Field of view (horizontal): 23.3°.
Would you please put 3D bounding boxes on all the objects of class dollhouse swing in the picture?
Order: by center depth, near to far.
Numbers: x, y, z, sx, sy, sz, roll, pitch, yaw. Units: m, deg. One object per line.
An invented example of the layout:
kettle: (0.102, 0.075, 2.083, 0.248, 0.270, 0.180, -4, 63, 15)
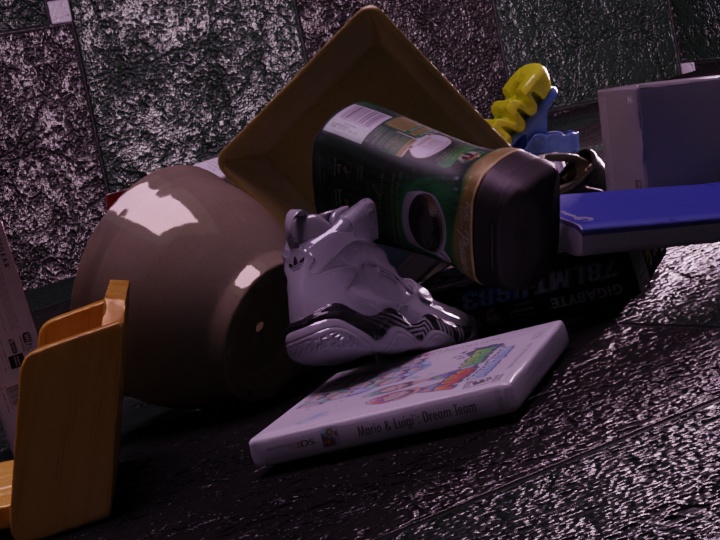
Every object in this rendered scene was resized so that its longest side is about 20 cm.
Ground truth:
dollhouse swing: (-0.254, 0.098, 1.221, 0.175, 0.183, 0.200, 4, 5, -6)

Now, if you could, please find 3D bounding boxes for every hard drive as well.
hard drive: (0.235, -0.043, 1.398, 0.199, 0.026, 0.132, -5, 14, -20)

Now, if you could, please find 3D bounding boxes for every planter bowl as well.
planter bowl: (-0.117, 0.029, 1.424, 0.134, 0.201, 0.200, 22, 29, 33)

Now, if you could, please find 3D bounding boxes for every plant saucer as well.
plant saucer: (0.013, -0.093, 1.499, 0.200, 0.200, 0.048, -43, 3, 18)

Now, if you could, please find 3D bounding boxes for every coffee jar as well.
coffee jar: (0.061, -0.057, 1.347, 0.199, 0.105, 0.085, 21, 39, 34)

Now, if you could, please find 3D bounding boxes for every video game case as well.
video game case: (0.039, 0.082, 1.196, 0.181, 0.024, 0.200, -14, 6, 18)

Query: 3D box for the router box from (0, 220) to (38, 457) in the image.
router box: (-0.296, 0.057, 1.460, 0.049, 0.201, 0.179, -18, 7, -13)

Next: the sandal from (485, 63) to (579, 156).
sandal: (0.131, -0.086, 1.595, 0.200, 0.087, 0.079, -53, 16, 2)

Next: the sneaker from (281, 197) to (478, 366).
sneaker: (0.015, 0.010, 1.313, 0.075, 0.116, 0.199, -19, -14, 38)

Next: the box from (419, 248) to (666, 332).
box: (0.152, 0.003, 1.482, 0.199, 0.050, 0.198, -15, 6, 19)

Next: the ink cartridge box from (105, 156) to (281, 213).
ink cartridge box: (-0.135, 0.001, 1.569, 0.173, 0.201, 0.043, -21, 34, -31)

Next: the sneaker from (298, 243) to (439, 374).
sneaker: (0.000, 0.000, 1.470, 0.200, 0.082, 0.074, -43, -5, 10)

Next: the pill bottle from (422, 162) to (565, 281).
pill bottle: (0.109, -0.042, 1.681, 0.199, 0.113, 0.112, -15, 7, 6)

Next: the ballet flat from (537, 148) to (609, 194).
ballet flat: (0.152, -0.063, 1.528, 0.068, 0.069, 0.200, -11, 9, 41)

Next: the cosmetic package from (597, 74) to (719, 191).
cosmetic package: (0.315, -0.120, 1.538, 0.199, 0.108, 0.090, -6, 5, -15)
